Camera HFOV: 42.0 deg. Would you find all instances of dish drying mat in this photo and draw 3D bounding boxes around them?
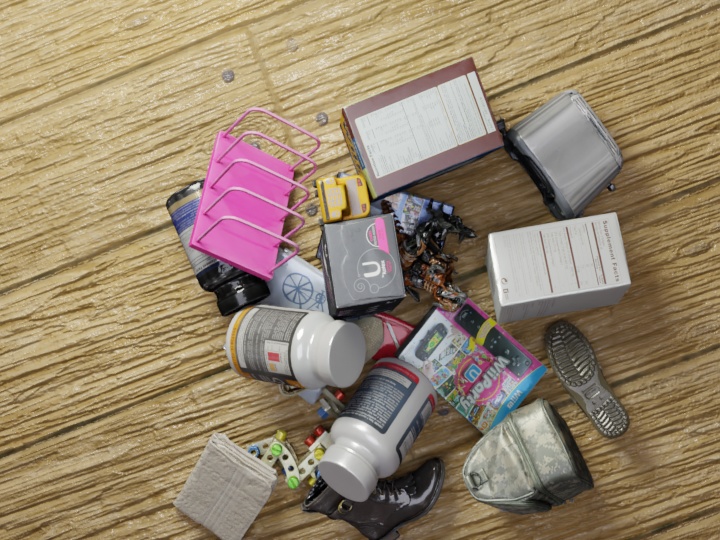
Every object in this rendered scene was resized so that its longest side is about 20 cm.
[{"bbox_3d":[-0.007,0.092,1.529,0.197,0.018,0.078,22,96,0],"label":"dish drying mat"}]

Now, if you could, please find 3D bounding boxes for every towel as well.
[{"bbox_3d":[-0.217,0.354,1.515,0.132,0.035,0.201,34,125,1],"label":"towel"}]

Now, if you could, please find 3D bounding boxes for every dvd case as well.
[{"bbox_3d":[0.039,-0.062,1.514,0.197,0.018,0.145,16,96,0],"label":"dvd case"}]

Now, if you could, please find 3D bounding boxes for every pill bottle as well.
[{"bbox_3d":[-0.097,0.115,1.408,0.197,0.116,0.119,5,96,36],"label":"pill bottle"},{"bbox_3d":[-0.218,-0.037,1.468,0.110,0.112,0.203,-25,87,4],"label":"pill bottle"},{"bbox_3d":[0.023,0.243,1.431,0.119,0.120,0.201,40,56,-2],"label":"pill bottle"}]

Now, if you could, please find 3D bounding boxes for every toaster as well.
[{"bbox_3d":[0.309,-0.186,1.448,0.128,0.114,0.201,-37,91,1],"label":"toaster"}]

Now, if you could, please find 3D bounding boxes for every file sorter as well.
[{"bbox_3d":[-0.149,-0.118,1.397,0.137,0.125,0.203,24,60,-26],"label":"file sorter"}]

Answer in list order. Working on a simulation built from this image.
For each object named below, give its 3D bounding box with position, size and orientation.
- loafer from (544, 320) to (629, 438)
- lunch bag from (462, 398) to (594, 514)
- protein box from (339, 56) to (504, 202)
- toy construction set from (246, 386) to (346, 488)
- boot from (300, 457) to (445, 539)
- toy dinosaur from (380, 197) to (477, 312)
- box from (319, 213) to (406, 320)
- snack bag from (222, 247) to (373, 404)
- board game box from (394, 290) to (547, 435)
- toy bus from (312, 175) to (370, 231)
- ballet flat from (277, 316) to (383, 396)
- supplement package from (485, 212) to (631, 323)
[{"bbox_3d":[0.356,0.177,1.502,0.075,0.067,0.202,-27,78,1],"label":"loafer"},{"bbox_3d":[0.253,0.304,1.448,0.166,0.200,0.141,-27,65,12],"label":"lunch bag"},{"bbox_3d":[0.084,-0.202,1.400,0.197,0.199,0.137,-21,92,-2],"label":"protein box"},{"bbox_3d":[-0.079,0.272,1.517,0.131,0.092,0.200,45,106,-3],"label":"toy construction set"},{"bbox_3d":[0.022,0.345,1.496,0.173,0.069,0.200,38,97,-25],"label":"boot"},{"bbox_3d":[0.099,-0.033,1.454,0.200,0.102,0.136,44,107,-1],"label":"toy dinosaur"},{"bbox_3d":[0.000,0.000,1.396,0.104,0.200,0.125,-9,83,-5],"label":"box"},{"bbox_3d":[-0.099,0.095,1.519,0.187,0.021,0.202,31,101,0],"label":"snack bag"},{"bbox_3d":[0.175,0.144,1.495,0.199,0.064,0.148,41,86,-3],"label":"board game box"},{"bbox_3d":[-0.027,-0.099,1.398,0.077,0.200,0.066,-10,88,-1],"label":"toy bus"},{"bbox_3d":[-0.045,0.143,1.478,0.198,0.062,0.068,-33,95,10],"label":"ballet flat"},{"bbox_3d":[0.300,-0.002,1.446,0.196,0.117,0.119,-9,72,2],"label":"supplement package"}]
